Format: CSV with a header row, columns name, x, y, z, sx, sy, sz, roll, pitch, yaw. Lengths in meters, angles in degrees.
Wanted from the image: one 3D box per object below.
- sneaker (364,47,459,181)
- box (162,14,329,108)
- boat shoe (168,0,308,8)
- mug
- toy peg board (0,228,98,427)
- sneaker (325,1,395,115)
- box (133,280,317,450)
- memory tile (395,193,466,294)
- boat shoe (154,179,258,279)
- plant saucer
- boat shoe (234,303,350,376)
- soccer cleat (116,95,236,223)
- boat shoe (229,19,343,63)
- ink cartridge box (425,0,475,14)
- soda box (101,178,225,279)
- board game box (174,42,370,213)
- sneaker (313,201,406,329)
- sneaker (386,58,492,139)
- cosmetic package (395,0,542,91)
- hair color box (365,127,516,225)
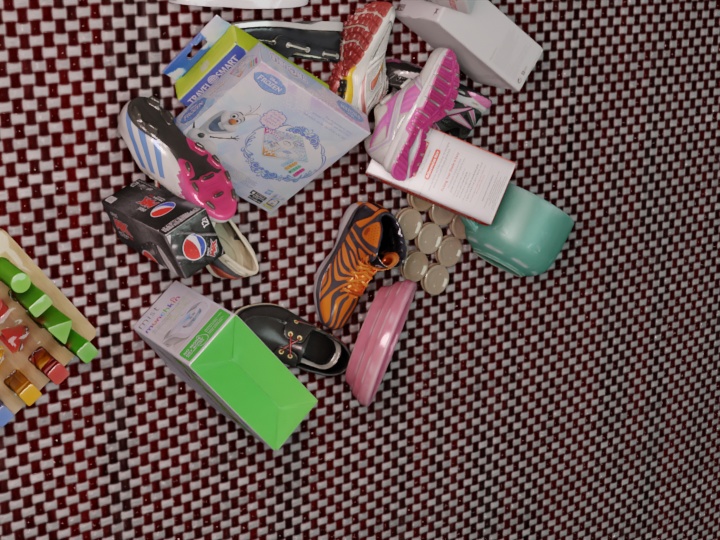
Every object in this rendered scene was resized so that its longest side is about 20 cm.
name,x,y,z,sx,sy,sz,roll,pitch,yaw
sneaker,0.067,-0.231,1.725,0.200,0.088,0.081,-60,149,-4
box,-0.149,-0.241,1.626,0.200,0.048,0.122,28,124,-38
boat shoe,-0.156,-0.382,1.603,0.200,0.071,0.070,-4,109,-27
mug,0.226,-0.066,1.905,0.185,0.152,0.115,28,89,6
toy peg board,-0.446,0.091,1.521,0.199,0.098,0.200,-46,124,-15
sneaker,0.003,-0.288,1.744,0.082,0.078,0.200,12,106,-41
box,-0.186,0.130,1.665,0.097,0.176,0.200,-49,125,-13
memory tile,0.116,-0.074,1.917,0.153,0.017,0.200,30,86,-38
boat shoe,-0.206,-0.066,1.654,0.071,0.062,0.200,-54,130,-33
plant saucer,0.026,0.103,1.828,0.051,0.201,0.201,21,92,6
boat shoe,-0.099,0.101,1.792,0.201,0.063,0.074,24,93,-36
soccer cleat,-0.236,-0.133,1.565,0.200,0.086,0.070,50,50,3
boat shoe,-0.105,-0.308,1.654,0.200,0.076,0.060,-7,102,-33
ink cartridge box,0.064,-0.420,1.636,0.200,0.146,0.084,19,94,7
soda box,-0.252,-0.055,1.548,0.063,0.200,0.071,-34,121,-22
board game box,-0.126,-0.184,1.625,0.199,0.043,0.200,-35,134,29
sneaker,0.000,0.000,1.797,0.077,0.112,0.200,11,97,-36
sneaker,0.107,-0.248,1.823,0.200,0.080,0.086,17,104,-32
cosmetic package,0.159,-0.353,1.805,0.200,0.113,0.081,33,84,-39
hair color box,0.117,-0.149,1.802,0.200,0.061,0.102,23,91,-1
